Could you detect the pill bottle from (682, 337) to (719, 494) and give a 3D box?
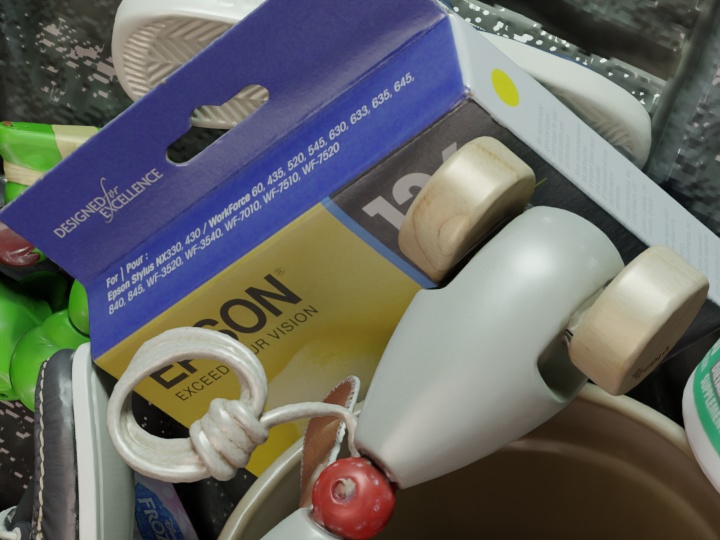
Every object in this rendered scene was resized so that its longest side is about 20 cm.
[{"bbox_3d":[0.206,0.006,0.725,0.113,0.113,0.200,41,119,8],"label":"pill bottle"}]

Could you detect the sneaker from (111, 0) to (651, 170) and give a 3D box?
[{"bbox_3d":[0.013,-0.085,0.817,0.200,0.085,0.075,16,133,-6],"label":"sneaker"}]

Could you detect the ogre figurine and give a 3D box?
[{"bbox_3d":[-0.158,-0.005,0.910,0.200,0.098,0.120,9,100,11],"label":"ogre figurine"}]

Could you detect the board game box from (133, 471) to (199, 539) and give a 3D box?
[{"bbox_3d":[-0.115,0.219,0.956,0.200,0.041,0.200,-43,63,31],"label":"board game box"}]

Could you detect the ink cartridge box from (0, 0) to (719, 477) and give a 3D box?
[{"bbox_3d":[0.000,0.000,0.810,0.200,0.047,0.198,36,127,-29],"label":"ink cartridge box"}]

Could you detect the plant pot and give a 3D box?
[{"bbox_3d":[0.053,0.166,0.811,0.200,0.200,0.174,14,145,21],"label":"plant pot"}]

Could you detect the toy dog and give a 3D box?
[{"bbox_3d":[0.027,0.049,0.741,0.200,0.096,0.132,-32,71,8],"label":"toy dog"}]

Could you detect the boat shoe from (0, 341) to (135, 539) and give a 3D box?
[{"bbox_3d":[-0.119,0.125,0.865,0.060,0.074,0.200,0,108,8],"label":"boat shoe"}]
